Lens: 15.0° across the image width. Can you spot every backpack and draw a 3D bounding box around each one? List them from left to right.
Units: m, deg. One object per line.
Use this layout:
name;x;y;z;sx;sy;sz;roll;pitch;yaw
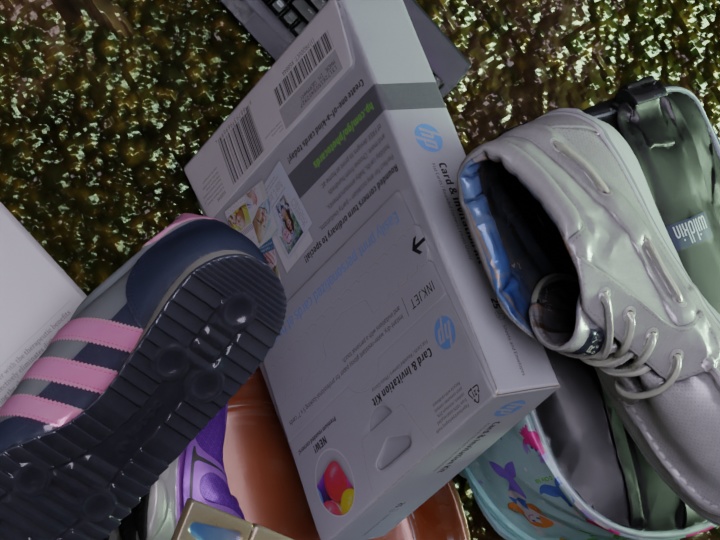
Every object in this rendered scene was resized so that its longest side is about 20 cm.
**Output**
backpack;0.110;0.035;1.283;0.177;0.151;0.200;-22;83;-33

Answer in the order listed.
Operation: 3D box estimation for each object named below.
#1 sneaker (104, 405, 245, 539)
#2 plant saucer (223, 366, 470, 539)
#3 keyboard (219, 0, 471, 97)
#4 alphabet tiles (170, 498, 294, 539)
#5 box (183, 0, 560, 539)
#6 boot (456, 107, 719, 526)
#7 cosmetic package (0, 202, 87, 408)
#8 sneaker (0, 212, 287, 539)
sneaker;-0.070;0.132;1.215;0.083;0.081;0.201;9;65;-24
plant saucer;-0.046;0.141;1.286;0.200;0.032;0.201;3;79;-16
keyboard;-0.018;-0.167;1.352;0.200;0.021;0.127;47;72;-6
alphabet tiles;-0.043;0.217;1.162;0.167;0.008;0.201;26;81;-32
box;0.000;0.000;1.231;0.041;0.156;0.200;-5;64;-35
boot;0.106;0.029;1.151;0.095;0.073;0.200;-21;78;-56
cosmetic package;-0.201;0.011;1.232;0.108;0.085;0.200;-43;94;-18
sneaker;-0.117;0.057;1.180;0.200;0.082;0.070;-42;121;3
